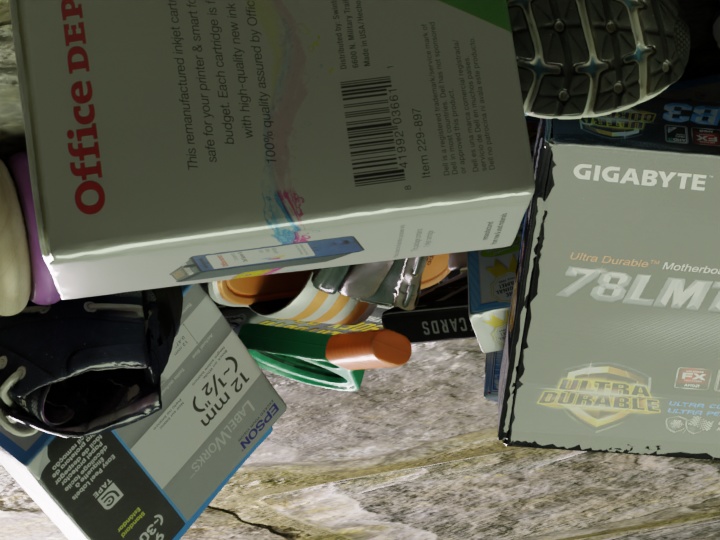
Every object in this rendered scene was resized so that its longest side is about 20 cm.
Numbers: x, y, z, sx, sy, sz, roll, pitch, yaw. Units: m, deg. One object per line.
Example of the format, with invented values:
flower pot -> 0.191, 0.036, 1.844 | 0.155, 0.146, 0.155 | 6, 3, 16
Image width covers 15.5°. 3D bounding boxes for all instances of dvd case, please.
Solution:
dvd case -> 0.128, -0.001, 1.540 | 0.150, 0.025, 0.200 | -7, -169, 40

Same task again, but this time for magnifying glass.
magnifying glass -> -0.017, 0.050, 1.548 | 0.079, 0.023, 0.200 | 21, 167, -18

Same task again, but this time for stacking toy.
stacking toy -> -0.104, -0.035, 1.386 | 0.199, 0.086, 0.085 | -11, 167, -15

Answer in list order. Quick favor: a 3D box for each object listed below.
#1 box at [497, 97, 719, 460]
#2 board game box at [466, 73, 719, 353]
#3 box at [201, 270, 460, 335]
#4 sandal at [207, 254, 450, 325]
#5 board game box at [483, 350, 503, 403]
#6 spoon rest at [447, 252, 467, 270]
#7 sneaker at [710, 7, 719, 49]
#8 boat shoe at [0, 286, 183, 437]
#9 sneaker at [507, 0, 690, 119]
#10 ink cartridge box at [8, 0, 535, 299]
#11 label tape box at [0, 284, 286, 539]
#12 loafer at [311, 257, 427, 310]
box -> 0.175, 0.009, 1.296 | 0.199, 0.050, 0.199 | 5, 133, -2
board game box -> 0.153, -0.036, 1.380 | 0.199, 0.135, 0.034 | -10, 139, 11
box -> -0.056, 0.013, 1.633 | 0.158, 0.049, 0.200 | -18, 162, 34
sandal -> 0.003, -0.007, 1.509 | 0.206, 0.080, 0.059 | -2, -151, -47
board game box -> 0.179, 0.064, 1.606 | 0.199, 0.062, 0.199 | -5, 165, 44
spoon rest -> 0.131, -0.032, 1.512 | 0.099, 0.061, 0.200 | -20, 177, -45
sneaker -> 0.273, -0.103, 1.294 | 0.199, 0.080, 0.074 | -7, 164, -8
boat shoe -> -0.193, 0.049, 1.399 | 0.199, 0.093, 0.075 | -14, 124, 6
sneaker -> 0.052, -0.105, 1.220 | 0.199, 0.079, 0.090 | -2, 180, 7
ink cartridge box -> -0.039, -0.076, 1.091 | 0.199, 0.146, 0.088 | -7, 167, -5
label tape box -> -0.118, 0.100, 1.529 | 0.066, 0.143, 0.200 | 28, 160, 42
loafer -> 0.033, -0.039, 1.374 | 0.063, 0.072, 0.200 | 25, 149, -7
